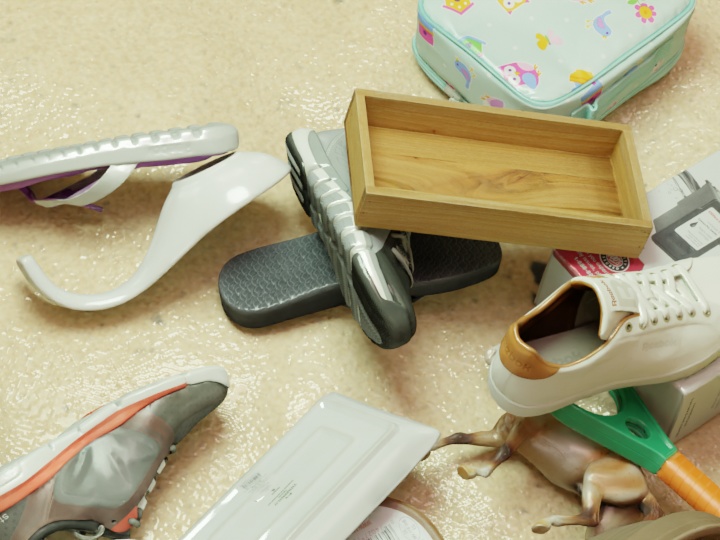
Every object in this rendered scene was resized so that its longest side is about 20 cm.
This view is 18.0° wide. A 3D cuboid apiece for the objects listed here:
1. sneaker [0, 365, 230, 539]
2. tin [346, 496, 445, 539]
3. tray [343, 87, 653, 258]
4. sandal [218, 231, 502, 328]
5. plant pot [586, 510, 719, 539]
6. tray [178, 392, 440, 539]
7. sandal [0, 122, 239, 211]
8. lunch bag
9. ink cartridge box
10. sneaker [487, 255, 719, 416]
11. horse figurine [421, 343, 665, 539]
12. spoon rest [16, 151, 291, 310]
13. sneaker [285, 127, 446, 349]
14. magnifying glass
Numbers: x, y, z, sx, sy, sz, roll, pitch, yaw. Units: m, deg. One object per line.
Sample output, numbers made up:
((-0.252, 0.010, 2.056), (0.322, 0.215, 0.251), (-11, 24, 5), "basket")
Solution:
((-0.162, 0.132, 1.478), (0.200, 0.077, 0.082), (-31, 92, -23), "sneaker")
((0.027, 0.232, 1.443), (0.112, 0.042, 0.200), (-26, 64, -18), "tin")
((0.092, -0.065, 1.533), (0.199, 0.037, 0.099), (7, 47, -14), "tray")
((-0.001, 0.000, 1.595), (0.200, 0.043, 0.076), (-10, 51, -2), "sandal")
((0.155, 0.231, 1.386), (0.201, 0.201, 0.093), (-38, 42, -27), "plant pot")
((-0.048, 0.149, 1.467), (0.107, 0.022, 0.200), (16, 50, 42), "tray")
((-0.183, -0.065, 1.584), (0.202, 0.082, 0.050), (-10, 96, 6), "sandal")
((0.146, -0.180, 1.705), (0.200, 0.077, 0.160), (-36, 69, -26), "lunch bag")
((0.247, 0.008, 1.589), (0.200, 0.083, 0.145), (-30, 65, -23), "ink cartridge box")
((0.180, 0.031, 1.470), (0.200, 0.085, 0.073), (-23, 62, -19), "sneaker")
((0.133, 0.132, 1.508), (0.200, 0.050, 0.132), (39, 47, 24), "horse figurine")
((-0.136, -0.025, 1.571), (0.200, 0.099, 0.061), (-26, 98, -11), "spoon rest")
((0.030, -0.039, 1.550), (0.115, 0.075, 0.200), (-17, 50, -11), "sneaker")
((0.187, 0.115, 1.505), (0.200, 0.022, 0.080), (40, 31, 16), "magnifying glass")
